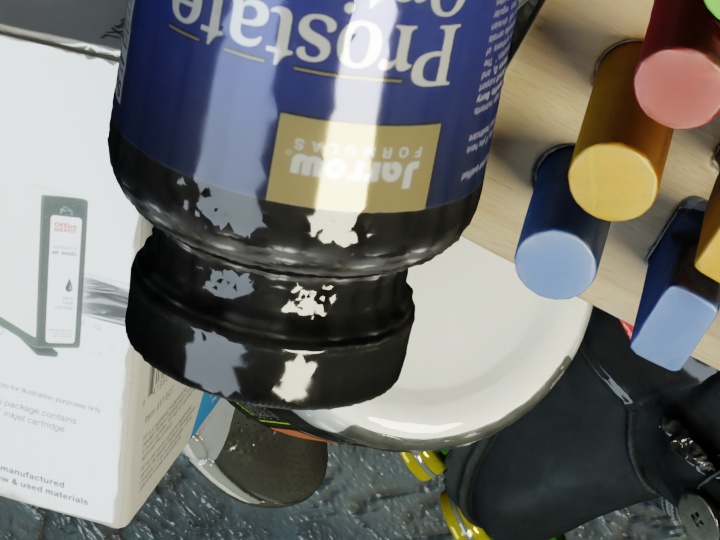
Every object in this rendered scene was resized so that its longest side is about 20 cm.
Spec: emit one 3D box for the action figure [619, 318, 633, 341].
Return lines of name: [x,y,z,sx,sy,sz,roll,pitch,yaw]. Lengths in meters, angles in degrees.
action figure: [0.157,-0.059,0.886,0.199,0.065,0.099,-29,79,30]

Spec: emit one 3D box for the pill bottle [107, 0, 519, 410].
pill bottle: [-0.012,-0.068,0.811,0.112,0.112,0.201,25,116,33]

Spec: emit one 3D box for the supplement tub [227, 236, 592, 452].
supplement tub: [0.000,0.000,0.995,0.123,0.122,0.200,51,169,-7]

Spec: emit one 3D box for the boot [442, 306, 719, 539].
boot: [0.117,0.088,1.017,0.168,0.076,0.201,54,146,23]

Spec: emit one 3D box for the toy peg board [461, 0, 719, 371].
toy peg board: [0.139,-0.024,0.801,0.199,0.098,0.200,27,126,-4]

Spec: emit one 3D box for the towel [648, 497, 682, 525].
towel: [0.101,0.011,1.104,0.192,0.035,0.201,33,149,28]

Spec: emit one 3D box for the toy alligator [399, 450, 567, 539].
toy alligator: [0.040,0.048,1.150,0.201,0.059,0.054,58,-168,-16]

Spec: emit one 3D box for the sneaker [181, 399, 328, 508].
sneaker: [-0.043,0.027,1.253,0.115,0.075,0.201,3,127,47]

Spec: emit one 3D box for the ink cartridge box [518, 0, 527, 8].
ink cartridge box: [-0.040,-0.168,1.012,0.199,0.084,0.146,26,145,32]

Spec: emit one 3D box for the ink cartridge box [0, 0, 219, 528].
ink cartridge box: [-0.096,-0.026,1.118,0.084,0.146,0.201,13,118,14]
